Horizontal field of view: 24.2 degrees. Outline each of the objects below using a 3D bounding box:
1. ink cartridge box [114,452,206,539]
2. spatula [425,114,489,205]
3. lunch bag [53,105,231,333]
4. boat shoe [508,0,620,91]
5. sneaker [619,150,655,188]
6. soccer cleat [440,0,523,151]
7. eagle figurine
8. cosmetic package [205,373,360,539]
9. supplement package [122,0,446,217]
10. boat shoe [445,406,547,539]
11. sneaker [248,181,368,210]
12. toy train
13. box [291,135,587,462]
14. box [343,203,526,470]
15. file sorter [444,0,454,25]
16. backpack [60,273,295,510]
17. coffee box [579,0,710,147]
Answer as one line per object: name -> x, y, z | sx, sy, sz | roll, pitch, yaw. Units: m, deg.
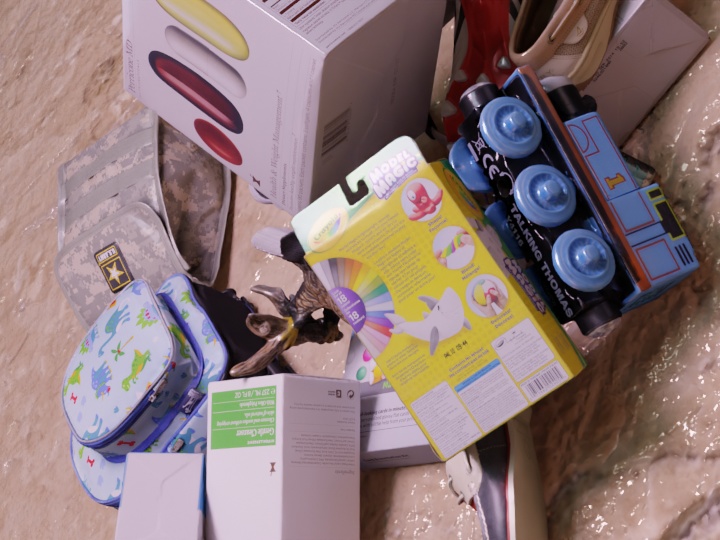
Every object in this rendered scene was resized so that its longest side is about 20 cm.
ink cartridge box -> -0.157, 0.258, 1.378 | 0.116, 0.067, 0.200 | -91, 1, -49
spatula -> 0.072, -0.115, 1.429 | 0.021, 0.057, 0.200 | -25, 32, -9
lunch bag -> -0.218, -0.040, 1.670 | 0.164, 0.118, 0.200 | -28, 54, 37
boat shoe -> 0.163, -0.231, 1.242 | 0.071, 0.065, 0.200 | -1, 66, 48
sneaker -> 0.135, -0.079, 1.305 | 0.200, 0.078, 0.086 | 36, 100, 53
soccer cleat -> 0.101, -0.167, 1.282 | 0.069, 0.085, 0.200 | -2, 92, 24
eagle figurine -> 0.006, 0.005, 1.302 | 0.200, 0.151, 0.152 | -42, 25, 40
cosmetic package -> -0.061, 0.186, 1.318 | 0.108, 0.085, 0.200 | -13, 73, 49
supplement package -> -0.060, -0.182, 1.256 | 0.200, 0.191, 0.147 | 37, 57, 21
boat shoe -> 0.091, 0.135, 1.200 | 0.063, 0.071, 0.200 | -14, 64, 18
sneaker -> -0.041, -0.109, 1.374 | 0.200, 0.075, 0.115 | 15, 120, 58
toy train -> 0.145, -0.051, 1.179 | 0.200, 0.114, 0.087 | 63, 152, 13
box -> 0.050, 0.016, 1.147 | 0.117, 0.048, 0.200 | -35, 87, 21
box -> 0.056, 0.054, 1.343 | 0.156, 0.041, 0.200 | -13, 57, 45
file sorter -> 0.026, -0.265, 1.406 | 0.200, 0.125, 0.139 | -44, -8, -24
backpack -> -0.180, 0.118, 1.496 | 0.200, 0.147, 0.183 | -55, 35, 13
coffee box -> 0.171, -0.203, 1.335 | 0.113, 0.080, 0.200 | -50, 38, 15
